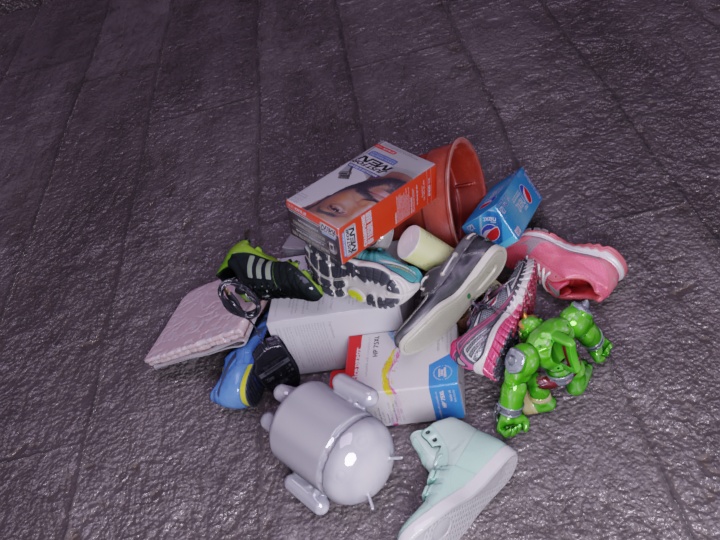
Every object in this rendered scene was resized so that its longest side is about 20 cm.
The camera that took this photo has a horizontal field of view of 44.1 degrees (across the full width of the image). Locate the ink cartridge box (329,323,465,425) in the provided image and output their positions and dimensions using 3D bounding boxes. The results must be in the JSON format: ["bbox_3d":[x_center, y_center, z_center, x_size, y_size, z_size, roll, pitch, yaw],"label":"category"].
[{"bbox_3d":[0.042,0.146,1.217,0.195,0.068,0.117,-8,38,11],"label":"ink cartridge box"}]

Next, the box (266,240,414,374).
[{"bbox_3d":[-0.024,0.055,1.324,0.195,0.108,0.154,-8,37,11],"label":"box"}]

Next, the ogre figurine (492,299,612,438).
[{"bbox_3d":[0.247,0.115,1.137,0.196,0.122,0.099,-20,38,-7],"label":"ogre figurine"}]

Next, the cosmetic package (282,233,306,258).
[{"bbox_3d":[-0.045,-0.057,1.475,0.088,0.108,0.201,6,41,26],"label":"cosmetic package"}]

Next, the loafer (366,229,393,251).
[{"bbox_3d":[-0.026,-0.074,1.330,0.069,0.071,0.198,14,6,-41],"label":"loafer"}]

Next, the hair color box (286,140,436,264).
[{"bbox_3d":[0.005,-0.101,1.254,0.110,0.065,0.199,29,51,35],"label":"hair color box"}]

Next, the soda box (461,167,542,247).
[{"bbox_3d":[0.224,-0.091,1.386,0.067,0.065,0.200,-33,7,30],"label":"soda box"}]

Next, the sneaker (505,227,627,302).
[{"bbox_3d":[0.286,-0.003,1.311,0.197,0.075,0.087,11,49,33],"label":"sneaker"}]

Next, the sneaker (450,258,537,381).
[{"bbox_3d":[0.186,0.053,1.187,0.073,0.082,0.201,15,46,24],"label":"sneaker"}]

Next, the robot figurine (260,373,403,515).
[{"bbox_3d":[-0.036,0.215,1.116,0.198,0.112,0.172,28,96,36],"label":"robot figurine"}]

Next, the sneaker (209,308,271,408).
[{"bbox_3d":[-0.165,0.121,1.329,0.077,0.067,0.202,-2,40,24],"label":"sneaker"}]

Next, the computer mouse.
[{"bbox_3d":[-0.143,0.093,1.250,0.058,0.203,0.034,-28,24,-4],"label":"computer mouse"}]

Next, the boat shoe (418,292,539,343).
[{"bbox_3d":[0.169,0.070,1.265,0.196,0.069,0.072,10,44,30],"label":"boat shoe"}]

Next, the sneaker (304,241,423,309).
[{"bbox_3d":[0.000,0.000,1.253,0.198,0.079,0.079,23,33,34],"label":"sneaker"}]

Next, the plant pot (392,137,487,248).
[{"bbox_3d":[0.085,-0.094,1.415,0.191,0.203,0.202,-6,37,25],"label":"plant pot"}]

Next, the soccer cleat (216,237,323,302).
[{"bbox_3d":[-0.131,0.017,1.282,0.198,0.068,0.082,22,70,42],"label":"soccer cleat"}]

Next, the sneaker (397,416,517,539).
[{"bbox_3d":[0.085,0.255,1.058,0.117,0.075,0.199,28,45,34],"label":"sneaker"}]

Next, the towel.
[{"bbox_3d":[-0.225,0.068,1.394,0.197,0.033,0.192,-18,29,28],"label":"towel"}]

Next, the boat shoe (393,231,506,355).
[{"bbox_3d":[0.111,0.031,1.198,0.067,0.072,0.200,36,75,30],"label":"boat shoe"}]

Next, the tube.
[{"bbox_3d":[0.141,0.000,1.276,0.052,0.198,0.059,-40,38,33],"label":"tube"}]
